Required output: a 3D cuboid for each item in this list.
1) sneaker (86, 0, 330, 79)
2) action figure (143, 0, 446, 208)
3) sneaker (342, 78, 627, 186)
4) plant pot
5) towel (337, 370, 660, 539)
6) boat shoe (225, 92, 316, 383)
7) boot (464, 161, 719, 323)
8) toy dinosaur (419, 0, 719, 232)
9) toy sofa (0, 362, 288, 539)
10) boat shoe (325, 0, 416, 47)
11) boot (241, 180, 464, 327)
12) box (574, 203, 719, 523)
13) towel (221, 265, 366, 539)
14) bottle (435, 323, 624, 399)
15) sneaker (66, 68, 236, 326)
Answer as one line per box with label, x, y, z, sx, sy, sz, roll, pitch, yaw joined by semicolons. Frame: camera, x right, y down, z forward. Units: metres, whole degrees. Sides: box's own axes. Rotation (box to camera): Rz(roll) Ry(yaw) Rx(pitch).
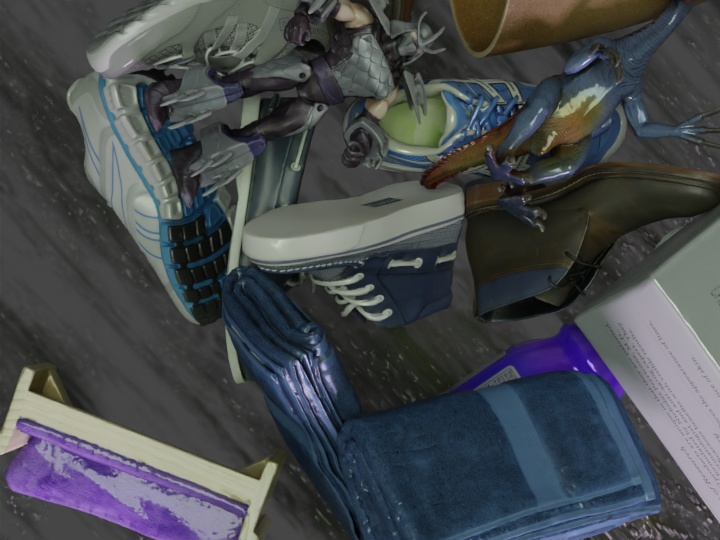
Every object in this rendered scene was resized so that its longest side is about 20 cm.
sneaker;-0.090;-0.157;1.325;0.199;0.075;0.082;-21;100;-30
action figure;-0.036;-0.116;1.270;0.199;0.069;0.131;-22;111;4
sneaker;0.086;-0.095;1.351;0.199;0.077;0.076;-2;89;2
plant pot;0.171;-0.237;1.307;0.199;0.186;0.188;-2;91;-12
towel;0.089;0.125;1.243;0.199;0.049;0.112;-10;64;-27
boat shoe;-0.059;-0.021;1.346;0.061;0.075;0.201;4;90;-1
boot;0.156;-0.017;1.314;0.199;0.075;0.098;-5;75;38
toy dinosaur;0.141;-0.126;1.259;0.199;0.105;0.182;19;67;41
toy sofa;-0.156;0.142;1.366;0.199;0.083;0.098;21;91;2
boat shoe;0.012;-0.228;1.358;0.072;0.068;0.201;11;71;10
boot;0.000;0.000;1.304;0.073;0.199;0.091;16;110;41
box;0.287;0.043;1.285;0.199;0.131;0.200;-36;90;-20
towel;-0.033;0.092;1.298;0.048;0.112;0.200;-35;133;-10
bottle;0.118;0.093;1.358;0.200;0.065;0.084;-35;95;3
sneaker;-0.148;-0.055;1.377;0.086;0.075;0.201;-9;105;42
